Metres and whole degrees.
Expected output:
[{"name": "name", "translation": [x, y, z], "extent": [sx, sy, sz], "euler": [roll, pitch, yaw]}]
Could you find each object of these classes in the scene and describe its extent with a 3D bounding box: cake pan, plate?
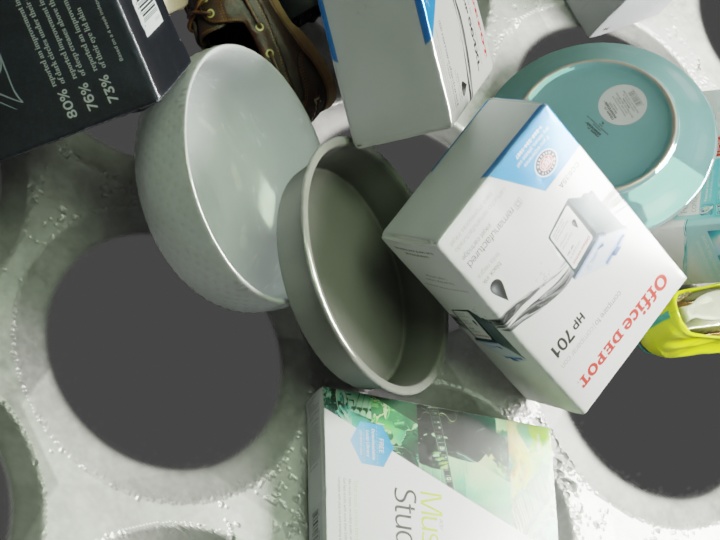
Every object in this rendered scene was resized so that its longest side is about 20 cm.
[{"name": "cake pan", "translation": [0.000, 0.000, 1.704], "extent": [0.200, 0.036, 0.202], "euler": [37, 44, -47]}, {"name": "plate", "translation": [0.194, -0.113, 1.869], "extent": [0.198, 0.026, 0.202], "euler": [-5, 57, 8]}]

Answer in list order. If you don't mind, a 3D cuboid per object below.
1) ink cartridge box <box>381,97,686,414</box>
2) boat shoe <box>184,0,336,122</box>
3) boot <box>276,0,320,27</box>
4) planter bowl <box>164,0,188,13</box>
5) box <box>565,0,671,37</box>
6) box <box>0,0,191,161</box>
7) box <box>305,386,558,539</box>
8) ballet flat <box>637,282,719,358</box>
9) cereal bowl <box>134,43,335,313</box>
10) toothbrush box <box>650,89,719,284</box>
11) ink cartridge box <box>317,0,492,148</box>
[{"name": "ink cartridge box", "translation": [0.135, -0.011, 1.739], "extent": [0.200, 0.086, 0.147], "euler": [47, 72, -26]}, {"name": "boat shoe", "translation": [-0.100, -0.197, 1.790], "extent": [0.070, 0.070, 0.200], "euler": [-34, 83, -40]}, {"name": "boot", "translation": [-0.051, -0.294, 1.873], "extent": [0.169, 0.076, 0.200], "euler": [57, 33, -8]}, {"name": "planter bowl", "translation": [-0.204, -0.244, 1.700], "extent": [0.199, 0.199, 0.136], "euler": [-28, 106, -37]}, {"name": "box", "translation": [0.214, -0.330, 2.004], "extent": [0.097, 0.124, 0.201], "euler": [-21, 76, -36]}, {"name": "box", "translation": [-0.241, -0.164, 1.577], "extent": [0.104, 0.198, 0.149], "euler": [-67, 137, -68]}, {"name": "box", "translation": [0.055, 0.173, 1.692], "extent": [0.198, 0.036, 0.146], "euler": [12, 59, -24]}, {"name": "ballet flat", "translation": [0.319, 0.035, 1.895], "extent": [0.199, 0.067, 0.067], "euler": [-7, 67, -32]}, {"name": "cereal bowl", "translation": [-0.104, -0.062, 1.680], "extent": [0.200, 0.083, 0.202], "euler": [37, 45, -49]}, {"name": "toothbrush box", "translation": [0.327, -0.073, 1.878], "extent": [0.085, 0.198, 0.147], "euler": [56, 38, -46]}, {"name": "ink cartridge box", "translation": [0.035, -0.195, 1.769], "extent": [0.200, 0.084, 0.147], "euler": [-56, 133, -68]}]
